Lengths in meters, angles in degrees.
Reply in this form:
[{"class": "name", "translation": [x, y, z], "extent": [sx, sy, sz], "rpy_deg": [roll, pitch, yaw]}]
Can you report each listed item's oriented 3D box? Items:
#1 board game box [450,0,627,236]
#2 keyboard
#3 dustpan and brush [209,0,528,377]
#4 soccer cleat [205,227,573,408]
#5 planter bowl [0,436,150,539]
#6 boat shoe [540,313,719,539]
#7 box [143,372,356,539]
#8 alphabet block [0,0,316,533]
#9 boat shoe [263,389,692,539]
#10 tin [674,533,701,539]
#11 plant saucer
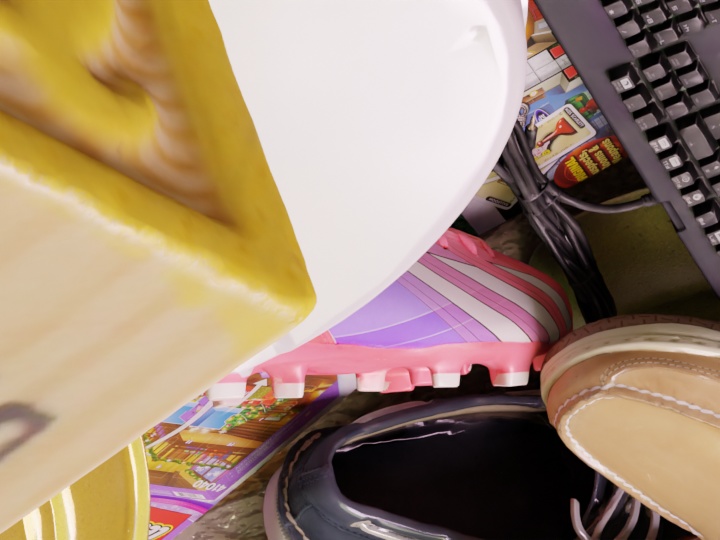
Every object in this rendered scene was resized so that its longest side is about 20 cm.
[{"class": "board game box", "translation": [0.011, -0.066, 0.889], "extent": [0.104, 0.024, 0.200], "rpy_deg": [-26, 148, 12]}, {"class": "keyboard", "translation": [0.101, -0.022, 0.903], "extent": [0.126, 0.021, 0.200], "rpy_deg": [-16, 131, 25]}, {"class": "dustpan and brush", "translation": [0.020, -0.074, 0.804], "extent": [0.199, 0.057, 0.140], "rpy_deg": [-25, 123, 3]}, {"class": "soccer cleat", "translation": [0.000, 0.000, 0.908], "extent": [0.066, 0.077, 0.199], "rpy_deg": [-5, 178, 40]}, {"class": "planter bowl", "translation": [-0.163, 0.077, 0.842], "extent": [0.199, 0.084, 0.202], "rpy_deg": [3, 116, 5]}, {"class": "boat shoe", "translation": [0.144, 0.078, 0.935], "extent": [0.199, 0.077, 0.072], "rpy_deg": [21, 145, -19]}, {"class": "box", "translation": [-0.099, 0.027, 0.945], "extent": [0.137, 0.039, 0.199], "rpy_deg": [-40, 144, 25]}, {"class": "alphabet block", "translation": [-0.161, -0.038, 0.671], "extent": [0.200, 0.196, 0.196], "rpy_deg": [-36, 147, 21]}, {"class": "boat shoe", "translation": [0.067, 0.071, 1.015], "extent": [0.199, 0.075, 0.062], "rpy_deg": [3, 158, -19]}, {"class": "tin", "translation": [0.140, 0.129, 0.978], "extent": [0.199, 0.112, 0.042], "rpy_deg": [-15, 130, -41]}, {"class": "plant saucer", "translation": [0.156, 0.013, 1.010], "extent": [0.198, 0.031, 0.200], "rpy_deg": [2, 161, 1]}]
